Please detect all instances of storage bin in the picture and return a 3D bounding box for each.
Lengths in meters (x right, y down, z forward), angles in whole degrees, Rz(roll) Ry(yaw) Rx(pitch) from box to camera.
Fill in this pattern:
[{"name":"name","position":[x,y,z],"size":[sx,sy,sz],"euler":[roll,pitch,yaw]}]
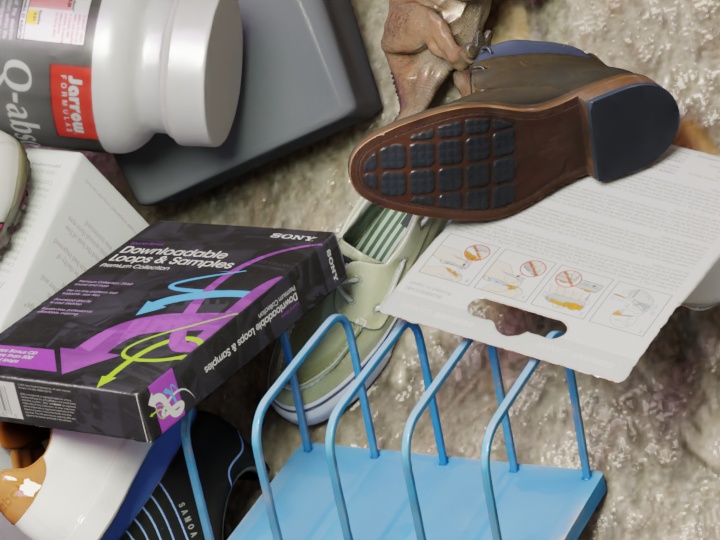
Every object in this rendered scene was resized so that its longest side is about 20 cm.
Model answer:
[{"name":"storage bin","position":[-0.085,-0.131,1.672],"size":[0.199,0.145,0.135],"euler":[-22,88,15]}]

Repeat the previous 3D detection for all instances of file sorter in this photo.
[{"name":"file sorter","position":[0.016,0.104,1.488],"size":[0.199,0.124,0.139],"euler":[3,31,27]}]

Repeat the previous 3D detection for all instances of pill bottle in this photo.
[{"name":"pill bottle","position":[-0.177,-0.131,1.566],"size":[0.198,0.116,0.117],"euler":[6,71,11]}]

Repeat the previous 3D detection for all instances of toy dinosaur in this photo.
[{"name":"toy dinosaur","position":[0.048,-0.171,1.648],"size":[0.135,0.086,0.201],"euler":[23,88,35]}]

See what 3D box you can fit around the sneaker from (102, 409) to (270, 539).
[{"name":"sneaker","position":[-0.125,0.172,1.539],"size":[0.078,0.070,0.201],"euler":[34,70,-10]}]

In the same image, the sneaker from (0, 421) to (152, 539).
[{"name":"sneaker","position":[-0.158,0.078,1.531],"size":[0.073,0.084,0.200],"euler":[-50,10,37]}]

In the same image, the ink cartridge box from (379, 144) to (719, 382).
[{"name":"ink cartridge box","position":[0.130,-0.003,1.504],"size":[0.161,0.050,0.200],"euler":[16,48,29]}]

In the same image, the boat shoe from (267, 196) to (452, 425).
[{"name":"boat shoe","position":[0.000,0.000,1.607],"size":[0.072,0.062,0.201],"euler":[29,85,32]}]

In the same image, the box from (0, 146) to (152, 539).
[{"name":"box","position":[-0.210,0.046,1.601],"size":[0.106,0.152,0.201],"euler":[8,64,34]}]

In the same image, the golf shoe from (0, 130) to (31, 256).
[{"name":"golf shoe","position":[-0.275,-0.012,1.516],"size":[0.200,0.092,0.073],"euler":[-45,44,-4]}]

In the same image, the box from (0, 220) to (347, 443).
[{"name":"box","position":[-0.119,0.030,1.510],"size":[0.142,0.036,0.200],"euler":[4,28,35]}]

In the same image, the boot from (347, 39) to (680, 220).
[{"name":"boot","position":[0.076,-0.084,1.532],"size":[0.198,0.075,0.097],"euler":[-10,27,-17]}]
